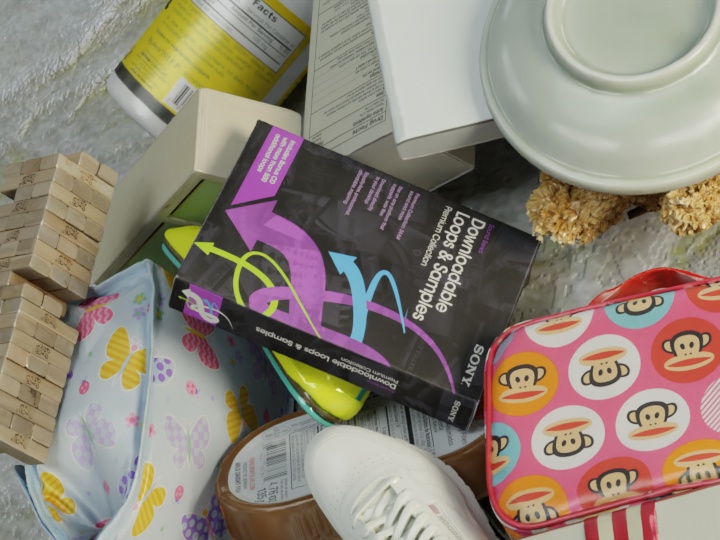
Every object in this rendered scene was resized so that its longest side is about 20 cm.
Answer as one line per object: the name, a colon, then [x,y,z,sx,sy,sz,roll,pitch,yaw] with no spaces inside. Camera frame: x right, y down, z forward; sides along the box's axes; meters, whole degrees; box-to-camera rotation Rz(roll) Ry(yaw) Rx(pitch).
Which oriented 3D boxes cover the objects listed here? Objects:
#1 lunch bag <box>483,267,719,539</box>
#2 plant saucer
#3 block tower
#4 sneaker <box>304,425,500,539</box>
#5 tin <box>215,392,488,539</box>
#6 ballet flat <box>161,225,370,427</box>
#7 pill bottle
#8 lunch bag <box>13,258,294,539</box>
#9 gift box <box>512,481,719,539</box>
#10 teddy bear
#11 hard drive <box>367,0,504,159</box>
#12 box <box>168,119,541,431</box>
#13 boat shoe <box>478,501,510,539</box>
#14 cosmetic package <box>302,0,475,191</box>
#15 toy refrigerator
lunch bag: [0.168,0.076,1.135,0.199,0.082,0.177,-11,50,15]
plant saucer: [0.163,-0.143,1.171,0.199,0.050,0.201,-7,63,14]
block tower: [-0.212,0.021,1.273,0.058,0.054,0.201,-9,60,38]
sneaker: [0.038,0.156,1.127,0.200,0.080,0.076,43,94,23]
tin: [0.006,0.117,1.237,0.199,0.042,0.112,-17,31,5]
ballet flat: [-0.052,0.018,1.284,0.067,0.067,0.200,-51,54,9]
pill bottle: [-0.083,-0.176,1.451,0.200,0.111,0.111,-49,49,6]
lunch bag: [-0.134,0.122,1.306,0.126,0.169,0.201,-18,59,29]
gift box: [0.182,0.224,1.016,0.184,0.186,0.201,-25,55,25]
teddy bear: [0.191,-0.073,1.211,0.199,0.067,0.145,-5,29,41]
hard drive: [0.070,-0.174,1.257,0.131,0.026,0.201,-13,62,5]
box: [0.000,0.000,1.234,0.199,0.036,0.143,23,51,1]
boat shoe: [0.046,0.165,1.226,0.199,0.060,0.076,29,87,41]
cosmetic package: [0.022,-0.151,1.333,0.103,0.073,0.201,-24,54,45]
toy refrigerator: [-0.116,-0.044,1.377,0.200,0.075,0.070,-40,43,54]
